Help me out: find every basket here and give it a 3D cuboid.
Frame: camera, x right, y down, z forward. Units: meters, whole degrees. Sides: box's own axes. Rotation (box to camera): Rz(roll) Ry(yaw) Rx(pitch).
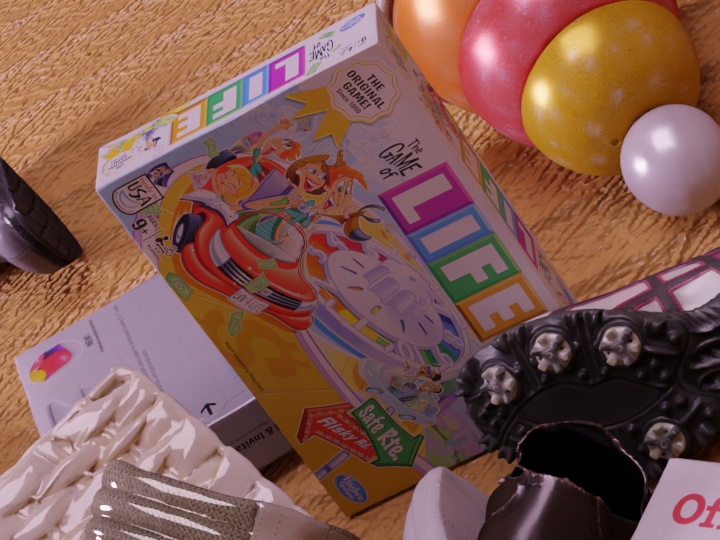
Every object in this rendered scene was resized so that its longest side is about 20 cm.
[{"bbox_3d":[-0.103,0.156,1.090,0.136,0.123,0.200,38,74,24],"label":"basket"}]

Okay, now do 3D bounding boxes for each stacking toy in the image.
[{"bbox_3d":[0.106,-0.091,1.300,0.146,0.146,0.200,-35,46,2],"label":"stacking toy"}]

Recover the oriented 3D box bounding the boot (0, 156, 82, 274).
[{"bbox_3d":[-0.234,-0.003,1.570,0.132,0.070,0.200,-42,19,-5],"label":"boot"}]

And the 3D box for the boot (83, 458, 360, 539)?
[{"bbox_3d":[-0.028,0.164,0.979,0.200,0.072,0.155,23,76,7],"label":"boot"}]

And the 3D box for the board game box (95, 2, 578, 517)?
[{"bbox_3d":[0.000,0.000,1.175,0.134,0.200,0.034,-27,30,16],"label":"board game box"}]

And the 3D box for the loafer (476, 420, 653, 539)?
[{"bbox_3d":[0.084,0.090,1.019,0.200,0.073,0.071,-35,-39,-80],"label":"loafer"}]

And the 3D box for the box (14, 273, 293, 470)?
[{"bbox_3d":[-0.059,0.037,1.333,0.200,0.041,0.156,-31,30,-1],"label":"box"}]

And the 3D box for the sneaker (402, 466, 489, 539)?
[{"bbox_3d":[0.024,0.157,1.067,0.088,0.075,0.200,-37,29,22],"label":"sneaker"}]

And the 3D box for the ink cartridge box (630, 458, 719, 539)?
[{"bbox_3d":[0.130,0.168,0.886,0.145,0.088,0.200,5,59,50],"label":"ink cartridge box"}]

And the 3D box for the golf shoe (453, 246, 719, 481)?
[{"bbox_3d":[0.137,0.030,1.140,0.200,0.077,0.088,-17,15,26],"label":"golf shoe"}]
